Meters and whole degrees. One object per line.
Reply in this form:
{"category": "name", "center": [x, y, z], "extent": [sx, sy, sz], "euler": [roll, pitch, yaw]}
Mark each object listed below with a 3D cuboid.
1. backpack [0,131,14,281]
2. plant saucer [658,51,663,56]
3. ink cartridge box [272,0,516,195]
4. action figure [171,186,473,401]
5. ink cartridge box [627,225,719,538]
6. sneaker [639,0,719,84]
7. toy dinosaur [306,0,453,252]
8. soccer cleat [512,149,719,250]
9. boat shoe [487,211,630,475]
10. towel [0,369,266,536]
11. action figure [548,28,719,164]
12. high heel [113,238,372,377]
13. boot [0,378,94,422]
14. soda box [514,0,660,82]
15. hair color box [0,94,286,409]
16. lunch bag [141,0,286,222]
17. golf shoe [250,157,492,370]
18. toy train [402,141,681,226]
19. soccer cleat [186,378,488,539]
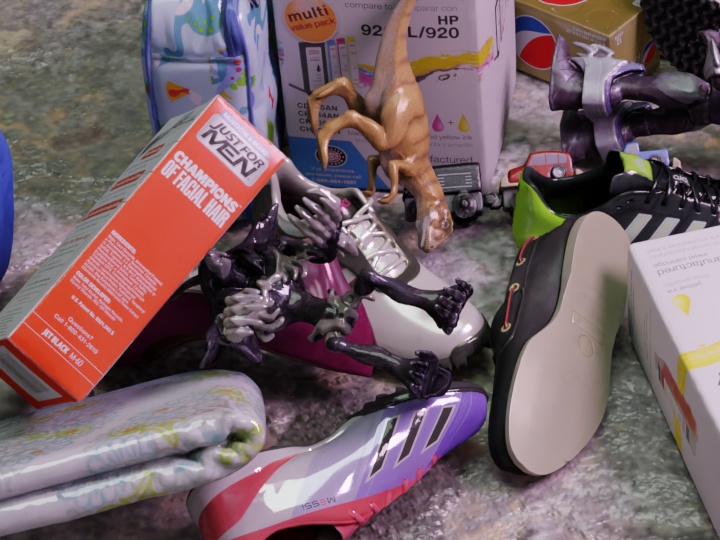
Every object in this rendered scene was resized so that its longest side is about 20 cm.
{"category": "backpack", "center": [-0.328, -0.047, 1.755], "extent": [0.199, 0.163, 0.168], "euler": [0, 16, 12]}
{"category": "plant saucer", "center": [0.254, -0.233, 2.013], "extent": [0.199, 0.038, 0.201], "euler": [-3, 39, 3]}
{"category": "ink cartridge box", "center": [0.026, -0.177, 1.842], "extent": [0.147, 0.201, 0.145], "euler": [4, 40, 11]}
{"category": "action figure", "center": [-0.035, 0.011, 1.602], "extent": [0.199, 0.102, 0.119], "euler": [15, 66, 25]}
{"category": "ink cartridge box", "center": [0.260, 0.060, 1.622], "extent": [0.145, 0.084, 0.200], "euler": [-11, 40, -7]}
{"category": "sneaker", "center": [0.296, -0.165, 1.886], "extent": [0.199, 0.070, 0.093], "euler": [30, 42, 12]}
{"category": "toy dinosaur", "center": [0.019, -0.112, 1.757], "extent": [0.106, 0.201, 0.060], "euler": [-9, 18, -6]}
{"category": "soccer cleat", "center": [0.200, -0.041, 1.752], "extent": [0.199, 0.081, 0.068], "euler": [-4, 39, 1]}
{"category": "boat shoe", "center": [0.118, 0.051, 1.670], "extent": [0.063, 0.074, 0.202], "euler": [-22, 37, 41]}
{"category": "towel", "center": [-0.153, 0.110, 1.574], "extent": [0.199, 0.048, 0.171], "euler": [-15, 9, -1]}
{"category": "action figure", "center": [0.232, -0.117, 1.817], "extent": [0.199, 0.130, 0.070], "euler": [2, 56, 18]}
{"category": "high heel", "center": [-0.092, 0.053, 1.696], "extent": [0.199, 0.096, 0.067], "euler": [-21, -7, 18]}
{"category": "boot", "center": [-0.274, 0.047, 1.661], "extent": [0.199, 0.131, 0.068], "euler": [2, 40, 8]}
{"category": "soda box", "center": [0.123, -0.195, 1.960], "extent": [0.200, 0.064, 0.068], "euler": [25, 48, 32]}
{"category": "hair color box", "center": [-0.143, -0.010, 1.619], "extent": [0.200, 0.064, 0.111], "euler": [-52, 12, -16]}
{"category": "lunch bag", "center": [-0.097, -0.148, 1.821], "extent": [0.082, 0.201, 0.161], "euler": [0, 39, 5]}
{"category": "golf shoe", "center": [0.000, 0.000, 1.723], "extent": [0.200, 0.088, 0.077], "euler": [28, 48, 32]}
{"category": "toy train", "center": [0.128, -0.060, 1.809], "extent": [0.199, 0.034, 0.046], "euler": [-5, 76, 1]}
{"category": "soccer cleat", "center": [-0.003, 0.128, 1.594], "extent": [0.199, 0.068, 0.073], "euler": [-21, 59, -18]}
